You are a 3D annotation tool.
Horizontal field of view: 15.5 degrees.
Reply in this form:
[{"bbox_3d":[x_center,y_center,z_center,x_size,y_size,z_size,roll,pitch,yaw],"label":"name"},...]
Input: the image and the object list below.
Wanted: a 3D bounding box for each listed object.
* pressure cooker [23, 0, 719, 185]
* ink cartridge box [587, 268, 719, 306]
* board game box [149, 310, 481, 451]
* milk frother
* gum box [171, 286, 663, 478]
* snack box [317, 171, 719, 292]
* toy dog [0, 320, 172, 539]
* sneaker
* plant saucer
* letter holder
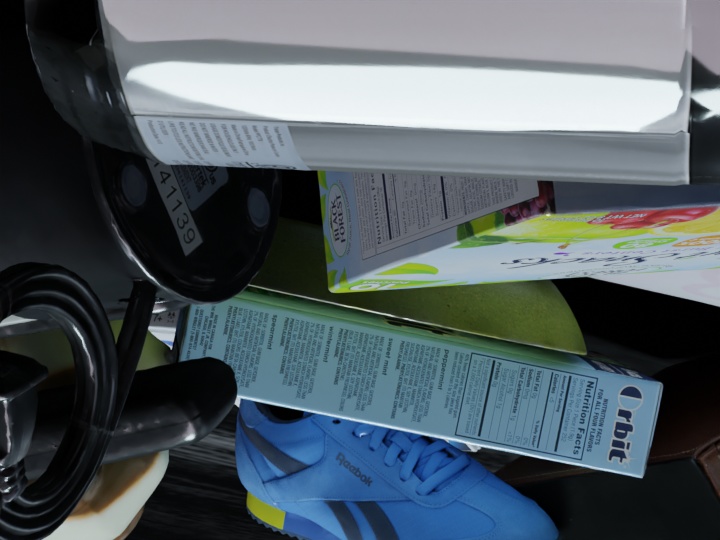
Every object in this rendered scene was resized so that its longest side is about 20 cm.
[{"bbox_3d":[0.039,-0.102,0.548,0.199,0.176,0.179,3,118,8],"label":"pressure cooker"},{"bbox_3d":[0.090,-0.009,1.093,0.162,0.057,0.200,12,159,-12],"label":"ink cartridge box"},{"bbox_3d":[-0.018,0.049,1.365,0.126,0.035,0.200,4,163,18],"label":"board game box"},{"bbox_3d":[-0.150,0.002,0.926,0.188,0.181,0.200,-10,-177,31],"label":"milk frother"},{"bbox_3d":[0.018,0.042,1.167,0.199,0.045,0.170,12,-179,-4],"label":"gum box"},{"bbox_3d":[0.104,-0.032,0.898,0.199,0.053,0.142,-3,173,-30],"label":"snack box"},{"bbox_3d":[-0.170,0.040,1.099,0.199,0.194,0.140,25,159,14],"label":"toy dog"},{"bbox_3d":[0.011,0.093,1.249,0.066,0.079,0.200,-22,-154,-39],"label":"sneaker"},{"bbox_3d":[0.000,0.000,1.106,0.199,0.031,0.200,12,180,0],"label":"plant saucer"},{"bbox_3d":[0.171,0.102,1.222,0.142,0.101,0.200,-31,-174,-27],"label":"letter holder"}]
